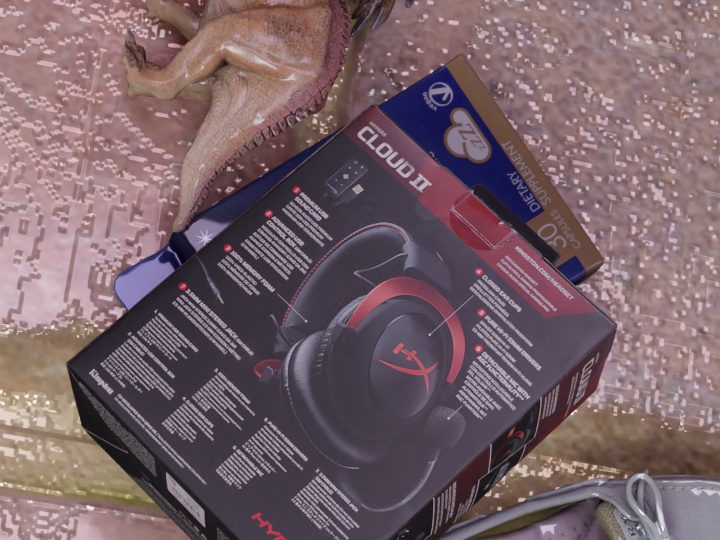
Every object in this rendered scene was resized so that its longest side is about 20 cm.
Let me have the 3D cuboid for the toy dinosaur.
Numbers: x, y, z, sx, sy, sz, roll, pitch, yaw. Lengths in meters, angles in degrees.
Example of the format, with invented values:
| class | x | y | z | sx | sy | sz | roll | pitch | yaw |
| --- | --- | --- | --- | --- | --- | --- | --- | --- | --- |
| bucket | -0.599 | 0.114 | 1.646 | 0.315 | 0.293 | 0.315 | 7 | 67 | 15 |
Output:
| class | x | y | z | sx | sy | sz | roll | pitch | yaw |
| --- | --- | --- | --- | --- | --- | --- | --- | --- | --- |
| toy dinosaur | -0.033 | -0.113 | 1.018 | 0.135 | 0.086 | 0.201 | 10 | 65 | -2 |

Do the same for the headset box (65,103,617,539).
| class | x | y | z | sx | sy | sz | roll | pitch | yaw |
| --- | --- | --- | --- | --- | --- | --- | --- | --- | --- |
| headset box | 0.000 | 0.038 | 0.951 | 0.149 | 0.075 | 0.200 | 42 | 71 | 16 |

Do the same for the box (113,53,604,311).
| class | x | y | z | sx | sy | sz | roll | pitch | yaw |
| --- | --- | --- | --- | --- | --- | --- | --- | --- | --- |
| box | 0.000 | 0.000 | 1.034 | 0.200 | 0.032 | 0.121 | -33 | 84 | -18 |

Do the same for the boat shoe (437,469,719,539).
| class | x | y | z | sx | sy | sz | roll | pitch | yaw |
| --- | --- | --- | --- | --- | --- | --- | --- | --- | --- |
| boat shoe | 0.090 | 0.132 | 0.999 | 0.201 | 0.065 | 0.075 | -7 | 77 | -14 |
